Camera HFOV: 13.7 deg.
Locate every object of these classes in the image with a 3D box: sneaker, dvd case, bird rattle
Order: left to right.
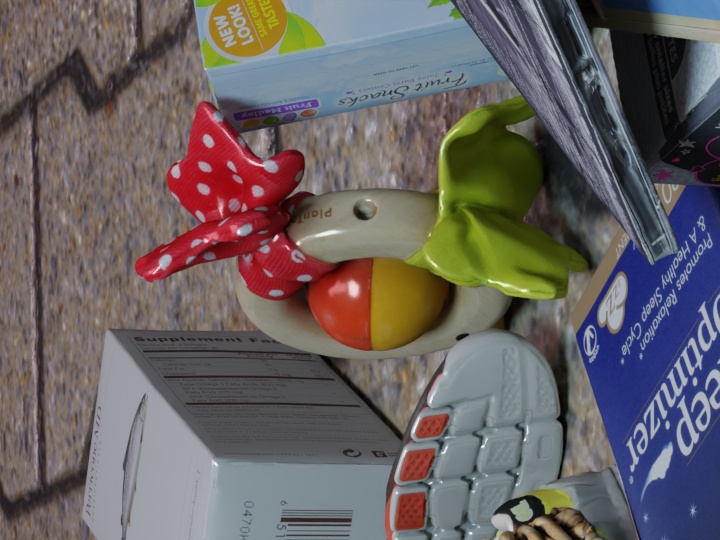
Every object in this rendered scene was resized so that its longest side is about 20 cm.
[{"bbox_3d":[0.000,0.000,1.349,0.163,0.199,0.113,82,177,-59],"label":"bird rattle"},{"bbox_3d":[0.037,0.110,1.384,0.082,0.077,0.201,-118,37,-62],"label":"sneaker"},{"bbox_3d":[0.044,-0.109,1.049,0.200,0.016,0.149,57,177,47],"label":"dvd case"},{"bbox_3d":[0.068,0.158,1.295,0.076,0.076,0.201,-114,32,-45],"label":"sneaker"}]

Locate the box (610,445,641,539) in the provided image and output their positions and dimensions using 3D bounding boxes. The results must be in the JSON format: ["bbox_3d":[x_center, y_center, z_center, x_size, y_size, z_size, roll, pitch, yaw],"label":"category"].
[{"bbox_3d":[0.156,0.070,1.126,0.160,0.044,0.201,119,145,-48],"label":"box"}]

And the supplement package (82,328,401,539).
[{"bbox_3d":[-0.061,0.117,1.566,0.200,0.117,0.118,-139,53,-63],"label":"supplement package"}]

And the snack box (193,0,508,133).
[{"bbox_3d":[0.000,-0.175,1.364,0.068,0.168,0.201,75,-175,-61],"label":"snack box"}]

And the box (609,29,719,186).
[{"bbox_3d":[0.154,-0.142,1.057,0.132,0.114,0.201,134,134,-59],"label":"box"}]

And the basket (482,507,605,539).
[{"bbox_3d":[0.053,0.208,1.140,0.143,0.148,0.201,-129,18,-62],"label":"basket"}]

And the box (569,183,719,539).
[{"bbox_3d":[0.133,0.056,1.084,0.121,0.032,0.201,116,147,-44],"label":"box"}]

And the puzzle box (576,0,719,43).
[{"bbox_3d":[0.085,-0.135,0.952,0.133,0.025,0.200,61,162,-19],"label":"puzzle box"}]
